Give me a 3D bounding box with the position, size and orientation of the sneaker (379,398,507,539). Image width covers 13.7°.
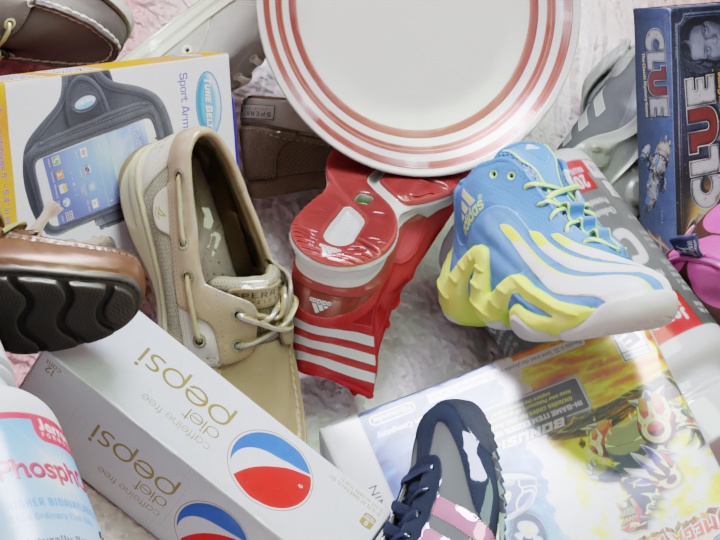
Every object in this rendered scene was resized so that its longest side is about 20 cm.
[{"bbox_3d":[0.028,0.153,1.552,0.082,0.070,0.201,14,58,-21],"label":"sneaker"}]

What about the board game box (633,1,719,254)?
[{"bbox_3d":[0.234,-0.070,1.897,0.135,0.035,0.201,-9,100,-39],"label":"board game box"}]

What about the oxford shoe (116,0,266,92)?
[{"bbox_3d":[-0.074,-0.141,1.764,0.200,0.075,0.058,-39,95,-7],"label":"oxford shoe"}]

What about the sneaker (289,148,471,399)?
[{"bbox_3d":[0.000,0.000,1.725,0.078,0.116,0.200,21,28,17],"label":"sneaker"}]

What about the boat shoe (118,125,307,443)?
[{"bbox_3d":[-0.070,0.020,1.634,0.072,0.065,0.201,-18,89,-41],"label":"boat shoe"}]

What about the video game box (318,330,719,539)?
[{"bbox_3d":[0.100,0.135,1.636,0.199,0.047,0.183,-21,64,-9],"label":"video game box"}]

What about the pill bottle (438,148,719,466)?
[{"bbox_3d":[0.145,0.037,1.771,0.114,0.114,0.200,-19,65,-43],"label":"pill bottle"}]

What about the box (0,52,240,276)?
[{"bbox_3d":[-0.138,-0.055,1.668,0.199,0.041,0.120,-11,101,-38],"label":"box"}]

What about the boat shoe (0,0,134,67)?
[{"bbox_3d":[-0.228,-0.150,1.716,0.199,0.072,0.060,17,46,-15],"label":"boat shoe"}]

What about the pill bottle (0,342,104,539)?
[{"bbox_3d":[-0.184,0.129,1.467,0.108,0.109,0.201,-2,55,-36],"label":"pill bottle"}]

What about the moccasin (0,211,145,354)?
[{"bbox_3d":[-0.210,-0.001,1.552,0.200,0.074,0.078,-1,47,12],"label":"moccasin"}]

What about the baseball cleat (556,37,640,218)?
[{"bbox_3d":[0.161,-0.081,1.929,0.200,0.106,0.070,-45,109,-22],"label":"baseball cleat"}]

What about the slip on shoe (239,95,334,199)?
[{"bbox_3d":[0.011,-0.070,1.821,0.199,0.076,0.061,2,91,-43],"label":"slip on shoe"}]

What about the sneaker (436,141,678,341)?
[{"bbox_3d":[0.101,-0.018,1.648,0.075,0.200,0.106,-7,95,-32],"label":"sneaker"}]

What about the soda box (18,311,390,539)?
[{"bbox_3d":[-0.087,0.103,1.592,0.200,0.064,0.068,38,43,2],"label":"soda box"}]

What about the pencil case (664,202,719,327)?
[{"bbox_3d":[0.266,-0.030,1.849,0.093,0.091,0.200,17,42,41],"label":"pencil case"}]

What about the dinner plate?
[{"bbox_3d":[0.032,-0.154,1.723,0.199,0.024,0.202,1,87,-20],"label":"dinner plate"}]
